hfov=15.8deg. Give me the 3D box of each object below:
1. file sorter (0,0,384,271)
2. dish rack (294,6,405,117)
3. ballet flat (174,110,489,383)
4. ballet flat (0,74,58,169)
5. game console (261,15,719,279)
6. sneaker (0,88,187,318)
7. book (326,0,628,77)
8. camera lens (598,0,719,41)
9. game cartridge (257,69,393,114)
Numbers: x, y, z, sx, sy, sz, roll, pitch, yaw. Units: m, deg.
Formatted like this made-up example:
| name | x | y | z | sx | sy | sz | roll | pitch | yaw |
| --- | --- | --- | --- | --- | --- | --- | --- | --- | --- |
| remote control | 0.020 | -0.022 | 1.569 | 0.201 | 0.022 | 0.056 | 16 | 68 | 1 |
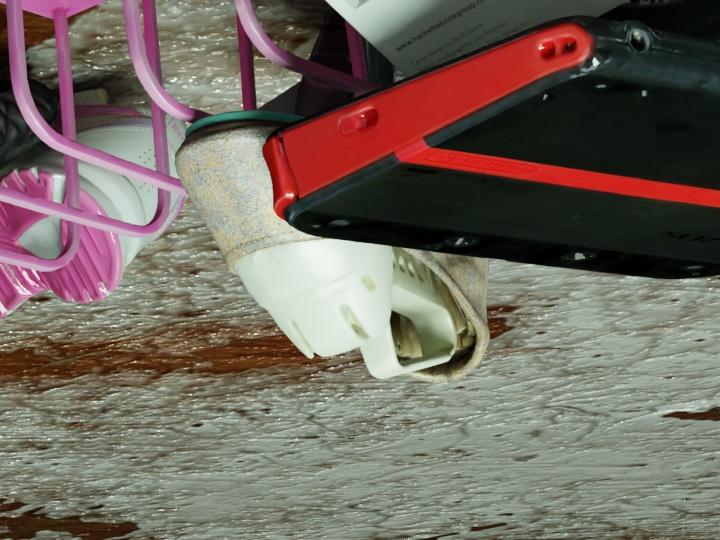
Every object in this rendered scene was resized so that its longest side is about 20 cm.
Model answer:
| name | x | y | z | sx | sy | sz | roll | pitch | yaw |
| --- | --- | --- | --- | --- | --- | --- | --- | --- | --- |
| file sorter | -0.077 | -0.089 | 0.910 | 0.199 | 0.126 | 0.139 | -18 | 160 | 34 |
| dish rack | 0.074 | -0.073 | 1.001 | 0.199 | 0.055 | 0.154 | 2 | -155 | 6 |
| ballet flat | 0.000 | 0.000 | 0.899 | 0.068 | 0.068 | 0.200 | -13 | 162 | 24 |
| ballet flat | -0.166 | -0.059 | 1.034 | 0.066 | 0.057 | 0.200 | -31 | -174 | 12 |
| game console | 0.088 | -0.036 | 0.792 | 0.199 | 0.031 | 0.177 | 6 | 163 | -34 |
| sneaker | -0.135 | -0.033 | 1.154 | 0.088 | 0.082 | 0.200 | -38 | -157 | -30 |
| book | 0.005 | -0.144 | 0.703 | 0.133 | 0.048 | 0.200 | -25 | 119 | 42 |
| camera lens | 0.145 | -0.122 | 0.831 | 0.160 | 0.161 | 0.200 | -19 | 160 | 36 |
| game cartridge | 0.057 | -0.049 | 1.053 | 0.199 | 0.041 | 0.133 | 11 | -156 | 29 |
